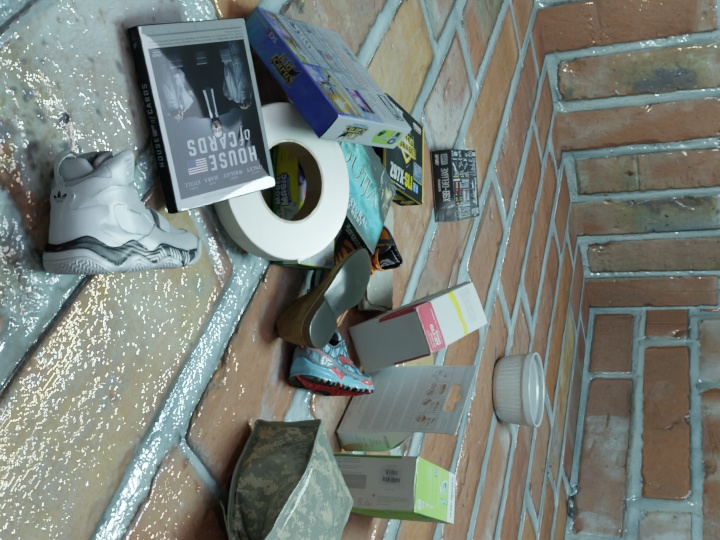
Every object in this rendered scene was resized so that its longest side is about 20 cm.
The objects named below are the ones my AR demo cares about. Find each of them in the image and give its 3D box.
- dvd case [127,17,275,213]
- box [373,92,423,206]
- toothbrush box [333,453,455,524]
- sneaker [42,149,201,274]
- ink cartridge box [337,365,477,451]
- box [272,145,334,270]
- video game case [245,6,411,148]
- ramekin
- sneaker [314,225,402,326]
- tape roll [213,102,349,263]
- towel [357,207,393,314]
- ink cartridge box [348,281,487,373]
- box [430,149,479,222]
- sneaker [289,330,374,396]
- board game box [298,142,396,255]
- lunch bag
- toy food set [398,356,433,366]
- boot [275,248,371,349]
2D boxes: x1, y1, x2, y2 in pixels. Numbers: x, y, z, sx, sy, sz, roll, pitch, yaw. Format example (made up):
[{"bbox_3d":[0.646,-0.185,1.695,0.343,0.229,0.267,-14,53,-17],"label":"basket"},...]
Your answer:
[{"bbox_3d":[-0.174,-0.178,0.951,0.150,0.025,0.201,-22,106,-45],"label":"dvd case"},{"bbox_3d":[0.064,-0.217,1.547,0.200,0.049,0.160,21,70,-65],"label":"box"},{"bbox_3d":[0.055,0.352,1.348,0.200,0.145,0.086,43,49,-58],"label":"toothbrush box"},{"bbox_3d":[-0.225,-0.057,0.821,0.200,0.075,0.115,-8,98,-63],"label":"sneaker"},{"bbox_3d":[0.080,0.219,1.348,0.162,0.199,0.050,-61,142,-50],"label":"ink cartridge box"},{"bbox_3d":[-0.081,-0.104,1.201,0.117,0.048,0.201,11,79,-66],"label":"box"},{"bbox_3d":[-0.044,-0.255,1.131,0.181,0.045,0.200,-4,54,-57],"label":"video game case"},{"bbox_3d":[0.426,0.322,2.268,0.200,0.105,0.201,-3,90,-66],"label":"ramekin"},{"bbox_3d":[0.000,0.000,1.294,0.078,0.112,0.201,57,37,-49],"label":"sneaker"},{"bbox_3d":[-0.099,-0.111,1.073,0.202,0.037,0.204,2,87,-42],"label":"tape roll"},{"bbox_3d":[0.022,-0.027,1.450,0.132,0.034,0.201,17,74,-68],"label":"towel"},{"bbox_3d":[0.101,0.094,1.416,0.200,0.145,0.084,-20,88,-53],"label":"ink cartridge box"},{"bbox_3d":[0.217,-0.193,1.899,0.200,0.050,0.158,-18,105,-66],"label":"box"},{"bbox_3d":[-0.033,0.134,1.248,0.200,0.079,0.096,33,55,-62],"label":"sneaker"},{"bbox_3d":[-0.014,-0.136,1.236,0.200,0.028,0.136,55,44,-43],"label":"board game box"},{"bbox_3d":[-0.096,0.312,1.036,0.200,0.117,0.164,-70,150,-50],"label":"lunch bag"},{"bbox_3d":[0.087,0.185,1.560,0.200,0.048,0.199,-25,111,-66],"label":"toy food set"},{"bbox_3d":[-0.050,0.032,1.199,0.200,0.075,0.074,-51,131,-43],"label":"boot"}]
